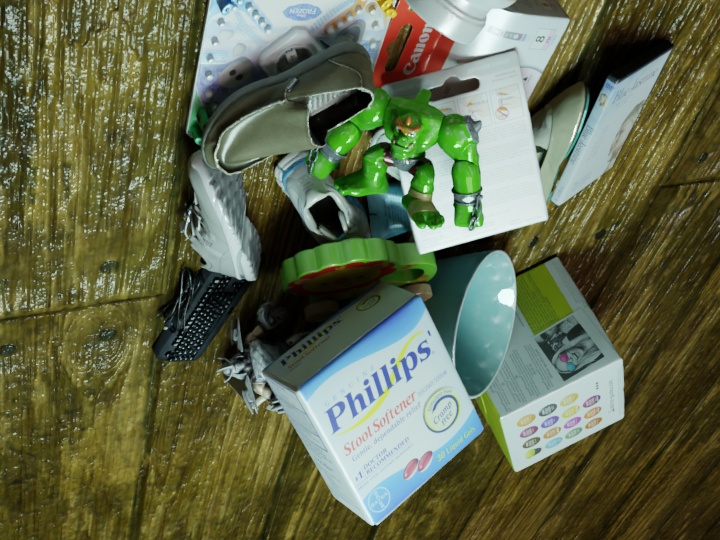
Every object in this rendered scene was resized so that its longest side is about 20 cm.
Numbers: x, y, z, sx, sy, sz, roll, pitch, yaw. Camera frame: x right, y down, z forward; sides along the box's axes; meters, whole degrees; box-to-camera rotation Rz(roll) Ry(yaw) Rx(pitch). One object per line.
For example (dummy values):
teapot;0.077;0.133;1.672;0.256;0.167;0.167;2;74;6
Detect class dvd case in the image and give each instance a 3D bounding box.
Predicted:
dvd case;0.315;-0.184;1.294;0.142;0.017;0.202;-33;152;-38

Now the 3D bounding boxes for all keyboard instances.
keyboard;-0.197;0.055;1.282;0.103;0.040;0.201;7;131;-39

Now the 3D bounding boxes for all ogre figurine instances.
ogre figurine;0.045;-0.126;1.092;0.098;0.198;0.122;-27;139;-51

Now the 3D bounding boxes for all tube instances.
tube;0.103;-0.093;1.289;0.197;0.050;0.079;-16;115;-13

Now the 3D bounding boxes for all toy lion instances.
toy lion;0.000;0.000;1.251;0.196;0.070;0.192;-10;165;-9

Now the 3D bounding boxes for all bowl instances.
bowl;0.128;0.063;1.409;0.200;0.104;0.205;-28;124;-52

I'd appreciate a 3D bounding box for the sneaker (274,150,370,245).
sneaker;-0.034;-0.057;1.211;0.074;0.087;0.200;-34;146;7

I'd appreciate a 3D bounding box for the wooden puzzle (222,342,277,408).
wooden puzzle;-0.070;0.125;1.356;0.196;0.185;0.047;-7;100;-19

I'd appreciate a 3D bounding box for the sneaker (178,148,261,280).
sneaker;-0.166;-0.053;1.134;0.080;0.076;0.202;0;142;8

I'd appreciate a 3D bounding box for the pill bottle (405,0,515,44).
pill bottle;0.128;-0.321;0.965;0.115;0.117;0.201;10;130;-41

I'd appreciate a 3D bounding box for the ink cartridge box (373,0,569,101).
ink cartridge box;0.114;-0.227;1.132;0.197;0.057;0.164;-8;140;-33

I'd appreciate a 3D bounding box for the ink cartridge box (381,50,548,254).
ink cartridge box;0.117;-0.134;1.168;0.157;0.047;0.203;-14;111;2

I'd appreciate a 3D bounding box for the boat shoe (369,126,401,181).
boat shoe;0.098;-0.137;1.218;0.197;0.061;0.076;19;127;-24

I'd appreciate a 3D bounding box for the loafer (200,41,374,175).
loafer;-0.070;-0.154;1.029;0.198;0.070;0.075;-32;143;5

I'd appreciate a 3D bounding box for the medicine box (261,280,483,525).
medicine box;0.017;0.150;1.191;0.181;0.102;0.202;-36;115;-19

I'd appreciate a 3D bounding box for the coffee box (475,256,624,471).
coffee box;0.264;0.144;1.555;0.195;0.202;0.201;-25;145;-1

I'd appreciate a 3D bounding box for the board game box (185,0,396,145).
board game box;-0.067;-0.211;1.046;0.197;0.026;0.202;-6;139;-26

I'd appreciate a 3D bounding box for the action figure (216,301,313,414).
action figure;-0.078;0.099;1.239;0.196;0.133;0.069;-10;175;-18

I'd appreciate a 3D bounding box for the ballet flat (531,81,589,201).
ballet flat;0.228;-0.153;1.290;0.068;0.070;0.202;-12;143;-20
